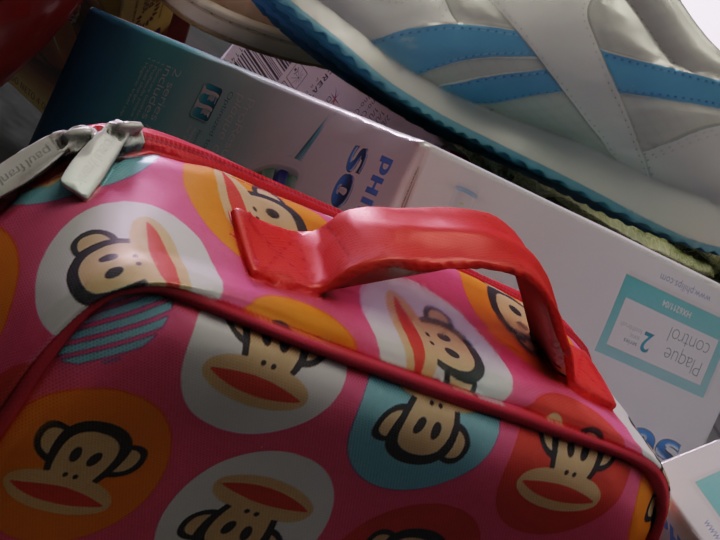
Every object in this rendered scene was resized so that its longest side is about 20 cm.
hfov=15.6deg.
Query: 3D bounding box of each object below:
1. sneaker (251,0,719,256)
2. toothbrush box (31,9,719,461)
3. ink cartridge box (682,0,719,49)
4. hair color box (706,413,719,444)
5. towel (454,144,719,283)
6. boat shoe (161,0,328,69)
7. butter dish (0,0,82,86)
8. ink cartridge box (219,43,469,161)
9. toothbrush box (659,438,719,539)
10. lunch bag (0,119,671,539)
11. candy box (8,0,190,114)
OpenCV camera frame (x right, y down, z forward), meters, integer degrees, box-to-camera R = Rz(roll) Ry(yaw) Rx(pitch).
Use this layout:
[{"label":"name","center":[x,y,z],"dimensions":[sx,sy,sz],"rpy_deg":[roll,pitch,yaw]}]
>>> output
[{"label":"sneaker","center":[0.050,-0.077,0.851],"dimensions":[0.199,0.081,0.077],"rpy_deg":[25,1,-11]},{"label":"toothbrush box","center":[0.000,0.000,0.814],"dimensions":[0.146,0.086,0.200],"rpy_deg":[24,2,-36]},{"label":"ink cartridge box","center":[0.188,-0.032,1.201],"dimensions":[0.200,0.084,0.145],"rpy_deg":[64,-3,-40]},{"label":"hair color box","center":[0.128,0.109,0.894],"dimensions":[0.061,0.099,0.200],"rpy_deg":[27,22,-34]},{"label":"towel","center":[0.079,-0.054,0.998],"dimensions":[0.148,0.037,0.200],"rpy_deg":[25,19,-35]},{"label":"boat shoe","center":[0.023,-0.113,0.920],"dimensions":[0.199,0.069,0.074],"rpy_deg":[-1,33,-30]},{"label":"butter dish","center":[-0.161,-0.108,0.804],"dimensions":[0.199,0.200,0.148],"rpy_deg":[25,55,-27]},{"label":"ink cartridge box","center":[0.056,-0.022,1.088],"dimensions":[0.200,0.084,0.176],"rpy_deg":[18,29,-45]},{"label":"toothbrush box","center":[0.147,0.149,0.692],"dimensions":[0.201,0.085,0.147],"rpy_deg":[82,-17,-44]},{"label":"lunch bag","center":[-0.026,0.051,0.633],"dimensions":[0.200,0.176,0.082],"rpy_deg":[24,27,-39]},{"label":"candy box","center":[-0.144,-0.152,0.967],"dimensions":[0.200,0.117,0.056],"rpy_deg":[42,57,11]}]
